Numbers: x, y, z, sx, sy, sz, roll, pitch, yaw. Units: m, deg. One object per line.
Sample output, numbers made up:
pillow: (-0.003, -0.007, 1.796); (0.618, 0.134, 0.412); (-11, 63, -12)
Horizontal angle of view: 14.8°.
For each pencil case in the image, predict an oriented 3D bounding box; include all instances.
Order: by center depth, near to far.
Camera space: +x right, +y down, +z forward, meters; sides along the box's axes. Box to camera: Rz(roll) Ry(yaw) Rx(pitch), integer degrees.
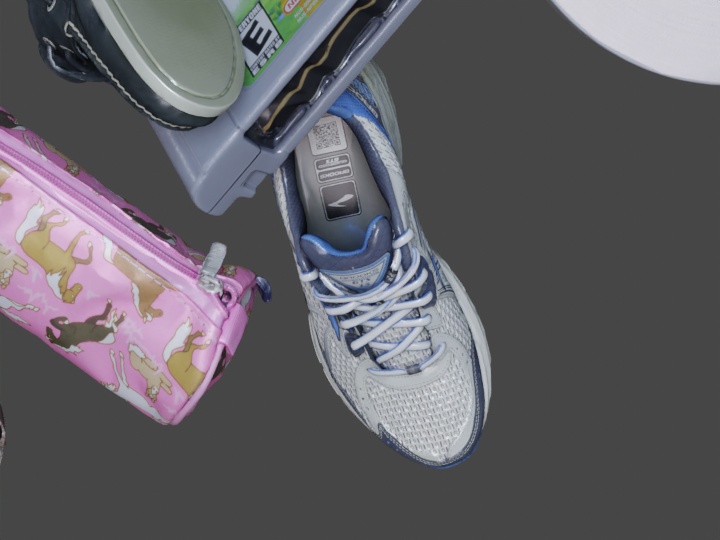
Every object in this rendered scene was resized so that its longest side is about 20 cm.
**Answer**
pencil case: (-0.139, -0.017, 1.228); (0.200, 0.083, 0.087); (35, 102, -1)

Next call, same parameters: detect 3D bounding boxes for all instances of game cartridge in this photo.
game cartridge: (-0.027, -0.136, 1.177); (0.040, 0.134, 0.200); (27, 113, -39)

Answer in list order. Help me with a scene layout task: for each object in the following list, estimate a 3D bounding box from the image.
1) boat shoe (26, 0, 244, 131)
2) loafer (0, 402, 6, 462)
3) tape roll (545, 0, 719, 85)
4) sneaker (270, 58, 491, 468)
boat shoe: (-0.111, -0.112, 1.173); (0.066, 0.074, 0.200); (-54, 49, 25)
loafer: (-0.206, 0.025, 1.197); (0.073, 0.071, 0.200); (-47, 137, -7)
tape roll: (0.154, -0.181, 1.173); (0.199, 0.066, 0.201); (0, 99, -2)
sneaker: (0.000, 0.000, 1.219); (0.077, 0.085, 0.201); (-21, 99, 8)
